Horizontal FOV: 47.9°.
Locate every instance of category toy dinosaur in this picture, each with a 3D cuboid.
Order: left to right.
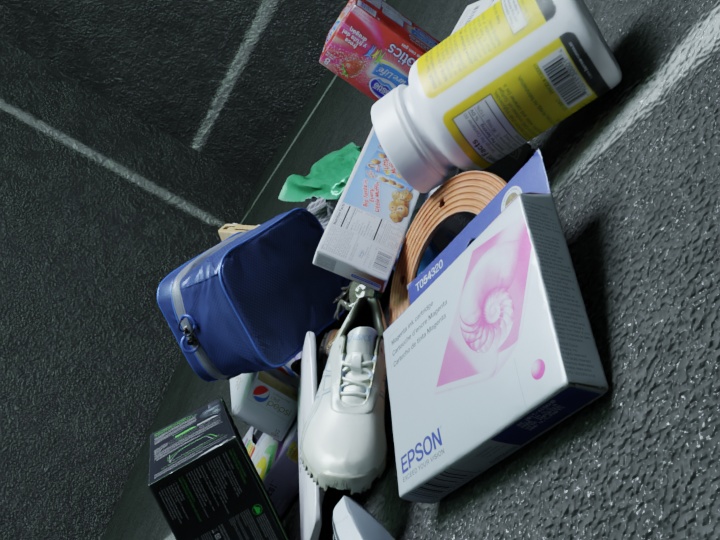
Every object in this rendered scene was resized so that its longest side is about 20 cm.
[{"bbox_3d":[0.000,0.000,0.863,0.088,0.047,0.203,-9,63,63],"label":"toy dinosaur"}]

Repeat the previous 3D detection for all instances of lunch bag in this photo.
[{"bbox_3d":[-0.123,0.033,0.891,0.131,0.138,0.199,-18,12,41],"label":"lunch bag"}]

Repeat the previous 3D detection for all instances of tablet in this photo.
[{"bbox_3d":[-0.053,0.178,0.807,0.131,0.013,0.203,102,168,-52],"label":"tablet"}]

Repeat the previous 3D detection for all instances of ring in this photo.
[{"bbox_3d":[0.082,0.017,0.682,0.200,0.019,0.204,-36,49,54],"label":"ring"}]

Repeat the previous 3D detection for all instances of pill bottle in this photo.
[{"bbox_3d":[0.113,-0.159,0.706,0.198,0.115,0.115,-30,27,24],"label":"pill bottle"}]

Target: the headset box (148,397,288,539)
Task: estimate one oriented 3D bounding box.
[{"bbox_3d":[-0.140,0.244,0.835,0.092,0.176,0.200,-26,8,-12],"label":"headset box"}]

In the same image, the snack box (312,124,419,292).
[{"bbox_3d":[0.019,-0.071,0.795,0.024,0.071,0.202,110,-178,-51],"label":"snack box"}]

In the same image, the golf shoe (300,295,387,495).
[{"bbox_3d":[-0.010,0.100,0.707,0.201,0.077,0.099,-83,-4,-59],"label":"golf shoe"}]

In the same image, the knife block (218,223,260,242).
[{"bbox_3d":[-0.123,0.044,1.120,0.063,0.199,0.179,4,79,35],"label":"knife block"}]

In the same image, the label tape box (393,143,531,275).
[{"bbox_3d":[0.081,-0.042,0.828,0.202,0.063,0.144,-65,13,-12],"label":"label tape box"}]

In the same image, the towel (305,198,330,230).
[{"bbox_3d":[-0.026,-0.054,1.024,0.199,0.086,0.166,-21,23,49],"label":"towel"}]

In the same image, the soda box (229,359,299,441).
[{"bbox_3d":[-0.118,0.136,1.005,0.064,0.067,0.200,-59,14,4],"label":"soda box"}]

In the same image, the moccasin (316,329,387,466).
[{"bbox_3d":[-0.007,0.128,0.818,0.202,0.076,0.075,-106,21,-65],"label":"moccasin"}]

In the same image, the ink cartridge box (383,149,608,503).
[{"bbox_3d":[0.081,0.041,0.602,0.197,0.043,0.203,-49,38,44],"label":"ink cartridge box"}]

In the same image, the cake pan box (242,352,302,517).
[{"bbox_3d":[-0.103,0.222,1.027,0.185,0.052,0.201,-55,15,19],"label":"cake pan box"}]

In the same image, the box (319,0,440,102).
[{"bbox_3d":[0.051,-0.284,1.110,0.096,0.198,0.100,-50,17,30],"label":"box"}]

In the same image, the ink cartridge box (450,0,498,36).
[{"bbox_3d":[0.143,-0.222,0.899,0.146,0.083,0.200,-61,13,6],"label":"ink cartridge box"}]

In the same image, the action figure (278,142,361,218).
[{"bbox_3d":[-0.021,-0.101,0.920,0.118,0.055,0.200,-42,18,-7],"label":"action figure"}]

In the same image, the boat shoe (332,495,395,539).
[{"bbox_3d":[0.004,0.234,0.565,0.068,0.074,0.199,-46,24,3],"label":"boat shoe"}]

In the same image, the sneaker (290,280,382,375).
[{"bbox_3d":[-0.029,0.055,0.999,0.077,0.083,0.202,-42,23,51],"label":"sneaker"}]
